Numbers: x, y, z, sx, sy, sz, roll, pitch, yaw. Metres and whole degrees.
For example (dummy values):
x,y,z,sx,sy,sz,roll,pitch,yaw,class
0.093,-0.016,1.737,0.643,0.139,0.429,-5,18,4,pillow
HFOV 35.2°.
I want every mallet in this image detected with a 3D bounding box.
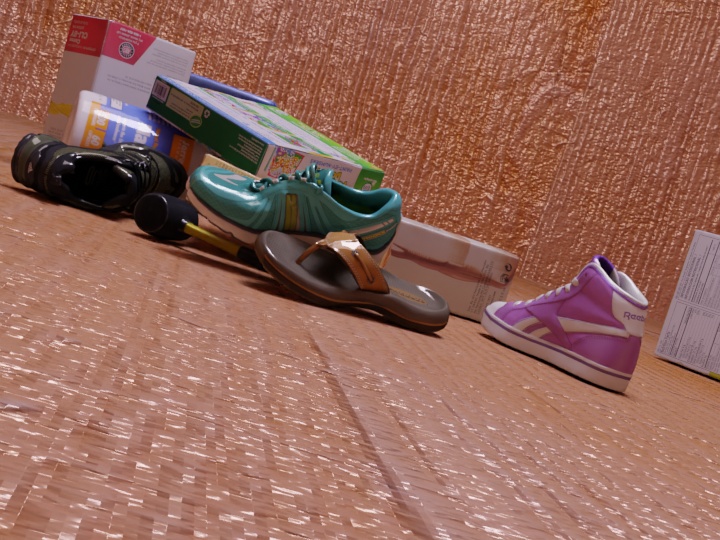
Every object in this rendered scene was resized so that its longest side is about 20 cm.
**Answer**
x,y,z,sx,sy,sz,roll,pitch,yaw,class
-0.113,-0.019,1.047,0.199,0.041,0.066,24,3,12,mallet

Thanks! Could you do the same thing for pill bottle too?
x,y,z,sx,sy,sz,roll,pitch,yaw,class
-0.235,-0.120,1.279,0.199,0.113,0.112,16,4,-19,pill bottle

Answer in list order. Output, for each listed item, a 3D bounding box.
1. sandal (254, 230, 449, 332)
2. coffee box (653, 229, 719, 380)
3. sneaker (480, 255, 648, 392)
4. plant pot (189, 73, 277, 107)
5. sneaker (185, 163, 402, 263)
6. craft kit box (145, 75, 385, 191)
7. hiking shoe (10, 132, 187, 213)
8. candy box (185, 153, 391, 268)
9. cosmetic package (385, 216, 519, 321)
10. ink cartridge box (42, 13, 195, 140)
x,y,z,sx,sy,sz,roll,pitch,yaw,class
0.000,0.000,0.986,0.199,0.055,0.082,20,24,-22,sandal
0.590,0.073,1.675,0.199,0.201,0.197,15,5,-43,coffee box
0.204,0.036,1.110,0.072,0.115,0.200,13,5,-37,sneaker
-0.239,-0.184,1.633,0.199,0.181,0.200,18,4,-5,plant pot
-0.057,-0.066,1.021,0.199,0.080,0.078,12,40,-18,sneaker
-0.105,-0.146,1.266,0.200,0.049,0.197,34,19,36,craft kit box
-0.246,-0.085,1.146,0.199,0.076,0.101,0,24,-47,hiking shoe
-0.068,-0.043,1.139,0.199,0.056,0.115,24,-4,3,candy box
0.068,-0.011,1.309,0.199,0.088,0.103,17,6,-15,cosmetic package
-0.306,-0.199,1.414,0.083,0.201,0.145,17,3,37,ink cartridge box
